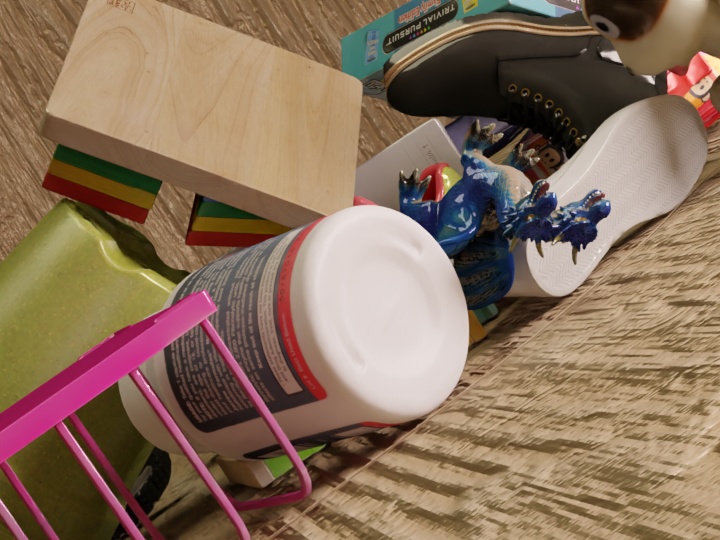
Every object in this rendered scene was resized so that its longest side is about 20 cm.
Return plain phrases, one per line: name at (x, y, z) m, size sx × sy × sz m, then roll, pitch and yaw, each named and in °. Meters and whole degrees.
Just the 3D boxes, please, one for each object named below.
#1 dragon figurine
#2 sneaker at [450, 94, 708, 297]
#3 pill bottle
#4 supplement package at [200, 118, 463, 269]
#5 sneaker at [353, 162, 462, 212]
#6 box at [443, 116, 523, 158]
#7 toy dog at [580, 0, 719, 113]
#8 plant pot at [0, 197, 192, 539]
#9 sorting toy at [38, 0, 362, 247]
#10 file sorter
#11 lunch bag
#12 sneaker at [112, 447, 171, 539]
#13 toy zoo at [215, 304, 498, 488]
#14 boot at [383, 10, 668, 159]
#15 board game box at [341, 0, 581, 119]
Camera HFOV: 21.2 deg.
dragon figurine at (0.056, -0.017, 1.107) m, size 0.200 × 0.059 × 0.100 m, roll -33°, pitch 38°, yaw 36°
sneaker at (0.125, -0.046, 1.210) m, size 0.200 × 0.074 × 0.116 m, roll -37°, pitch 17°, yaw -37°
pill bottle at (-0.047, 0.044, 1.092) m, size 0.200 × 0.120 × 0.120 m, roll -20°, pitch 12°, yaw 46°
supplement package at (0.000, 0.001, 1.362) m, size 0.200 × 0.117 × 0.117 m, roll -34°, pitch -5°, yaw -4°
sneaker at (0.000, 0.000, 1.249) m, size 0.200 × 0.090 × 0.078 m, roll -35°, pitch 18°, yaw -20°
box at (0.054, -0.080, 1.517) m, size 0.200 × 0.032 × 0.121 m, roll -32°, pitch -5°, yaw -20°
toy dog at (0.234, -0.186, 1.182) m, size 0.200 × 0.194 × 0.140 m, roll -14°, pitch 13°, yaw 1°
plant pot at (-0.190, 0.061, 1.236) m, size 0.184 × 0.200 × 0.200 m, roll -53°, pitch 2°, yaw 5°
sorting toy at (-0.106, -0.088, 1.271) m, size 0.200 × 0.199 × 0.070 m, roll -86°, pitch 18°, yaw -58°
file sorter at (-0.145, 0.124, 0.978) m, size 0.200 × 0.125 × 0.139 m, roll -36°, pitch 5°, yaw -27°
lunch bag at (0.210, -0.119, 1.488) m, size 0.200 × 0.082 × 0.176 m, roll -36°, pitch 2°, yaw -4°
sneaker at (-0.224, 0.180, 1.380) m, size 0.200 × 0.074 × 0.080 m, roll -33°, pitch 1°, yaw 0°
toy zoo at (0.003, 0.073, 1.224) m, size 0.200 × 0.020 × 0.131 m, roll -34°, pitch 4°, yaw -12°
boot at (0.121, -0.109, 1.332) m, size 0.200 × 0.138 × 0.077 m, roll -12°, pitch -39°, yaw 3°
board game box at (0.104, -0.172, 1.465) m, size 0.151 × 0.047 × 0.200 m, roll 11°, pitch -20°, yaw -35°
